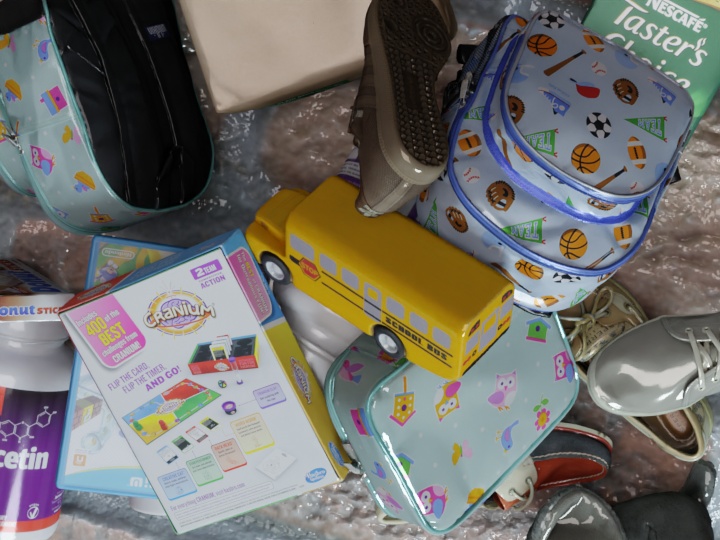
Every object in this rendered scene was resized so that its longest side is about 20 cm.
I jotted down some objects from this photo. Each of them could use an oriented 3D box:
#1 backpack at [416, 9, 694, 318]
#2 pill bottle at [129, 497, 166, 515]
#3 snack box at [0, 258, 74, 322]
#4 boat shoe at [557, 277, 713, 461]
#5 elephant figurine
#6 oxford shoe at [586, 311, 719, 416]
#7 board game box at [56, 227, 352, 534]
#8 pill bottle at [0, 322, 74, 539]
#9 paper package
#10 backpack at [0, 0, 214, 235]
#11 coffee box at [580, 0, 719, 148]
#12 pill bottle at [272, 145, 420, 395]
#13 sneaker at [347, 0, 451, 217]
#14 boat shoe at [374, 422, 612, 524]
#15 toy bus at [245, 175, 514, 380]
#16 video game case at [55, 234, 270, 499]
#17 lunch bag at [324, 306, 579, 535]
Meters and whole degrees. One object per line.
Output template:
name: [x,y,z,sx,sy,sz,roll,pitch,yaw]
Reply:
backpack: [0.137,-0.074,1.070,0.200,0.154,0.191,27,66,0]
pill bottle: [-0.155,0.097,1.248,0.111,0.111,0.201,1,98,11]
snack box: [-0.293,0.015,1.217,0.072,0.200,0.024,0,98,-26]
boat shoe: [0.210,0.068,1.198,0.200,0.063,0.073,45,103,3]
elephant figurine: [0.176,0.236,1.186,0.199,0.155,0.142,9,121,1]
oxford shoe: [0.271,0.064,1.155,0.199,0.058,0.075,-11,81,-10]
board game box: [-0.115,0.086,1.122,0.153,0.040,0.201,-20,104,22]
pill bottle: [-0.301,0.129,1.279,0.112,0.112,0.201,13,100,9]
paper package: [-0.041,-0.240,1.186,0.199,0.103,0.191,-17,94,12]
backpack: [-0.213,-0.127,1.200,0.153,0.176,0.201,-24,92,30]
coffee box: [0.213,-0.145,1.179,0.123,0.044,0.200,30,102,5]
pill bottle: [0.000,0.000,1.177,0.111,0.111,0.200,31,83,5]
sneaker: [0.017,-0.125,1.064,0.070,0.200,0.076,27,132,-24]
boat shoe: [0.107,0.168,1.212,0.199,0.063,0.071,-5,137,2]
toy bus: [0.010,-0.002,1.059,0.200,0.065,0.078,32,147,24]
video game case: [-0.155,0.081,1.179,0.143,0.018,0.201,8,95,-15]
lunch bag: [0.071,0.095,1.135,0.200,0.077,0.161,-40,121,-25]
